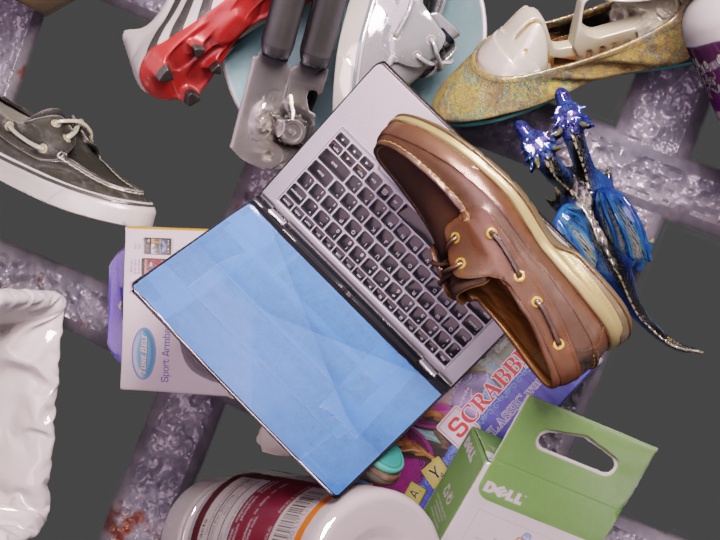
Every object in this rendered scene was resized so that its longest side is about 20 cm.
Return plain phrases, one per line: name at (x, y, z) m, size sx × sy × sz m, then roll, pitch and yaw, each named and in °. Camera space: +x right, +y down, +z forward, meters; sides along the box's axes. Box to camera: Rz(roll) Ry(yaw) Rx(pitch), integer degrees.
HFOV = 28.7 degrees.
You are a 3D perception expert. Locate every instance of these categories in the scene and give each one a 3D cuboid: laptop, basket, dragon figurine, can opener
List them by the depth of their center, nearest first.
laptop at (0.000, 0.000, 0.899) m, size 0.187 × 0.116 × 0.200 m, roll 45°, pitch 104°, yaw 6°
dragon figurine at (0.162, -0.023, 0.947) m, size 0.059 × 0.099 × 0.200 m, roll -25°, pitch 84°, yaw 14°
can opener at (-0.044, -0.165, 0.970) m, size 0.053 × 0.067 × 0.200 m, roll 13°, pitch 111°, yaw -12°
basket at (-0.338, 0.105, 1.031) m, size 0.161 × 0.198 × 0.200 m, roll 6°, pitch 92°, yaw 18°

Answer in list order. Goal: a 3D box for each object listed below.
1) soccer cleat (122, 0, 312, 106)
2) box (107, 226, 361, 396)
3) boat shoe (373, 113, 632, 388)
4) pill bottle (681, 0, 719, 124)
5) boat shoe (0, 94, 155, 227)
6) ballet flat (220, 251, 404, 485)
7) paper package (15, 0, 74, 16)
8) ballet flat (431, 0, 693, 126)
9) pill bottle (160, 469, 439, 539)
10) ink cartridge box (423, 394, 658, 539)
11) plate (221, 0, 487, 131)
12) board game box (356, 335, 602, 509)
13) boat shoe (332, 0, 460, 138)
soccer cleat at (-0.086, -0.201, 1.004) m, size 0.200 × 0.069 × 0.085 m, roll -41°, pitch 51°, yaw 3°
box at (-0.093, 0.030, 1.003) m, size 0.200 × 0.041 × 0.119 m, roll 2°, pitch 91°, yaw 13°
boat shoe at (0.077, -0.012, 0.868) m, size 0.068 × 0.072 × 0.200 m, roll -42°, pitch 85°, yaw -16°
pill bottle at (0.271, -0.134, 0.891) m, size 0.112 × 0.112 × 0.200 m, roll -24°, pitch 98°, yaw 13°
boat shoe at (-0.238, -0.091, 1.065) m, size 0.200 × 0.071 × 0.064 m, roll 25°, pitch 97°, yaw 15°
ballet flat at (-0.051, 0.076, 0.944) m, size 0.068 × 0.068 × 0.200 m, roll -45°, pitch 72°, yaw 22°
paper package at (-0.209, -0.318, 1.040) m, size 0.200 × 0.103 × 0.191 m, roll -26°, pitch 85°, yaw 13°
ballet flat at (0.140, -0.155, 0.954) m, size 0.200 × 0.071 × 0.071 m, roll -15°, pitch 87°, yaw 3°
pill bottle at (-0.047, 0.195, 0.951) m, size 0.200 × 0.114 × 0.114 m, roll -3°, pitch 89°, yaw 54°
ink cartridge box at (0.103, 0.174, 0.956) m, size 0.104 × 0.059 × 0.200 m, roll 24°, pitch 105°, yaw -13°
plate at (-0.005, -0.169, 1.028) m, size 0.200 × 0.026 × 0.200 m, roll 0°, pitch 89°, yaw 15°
board game box at (0.033, 0.072, 1.011) m, size 0.199 × 0.041 × 0.200 m, roll 42°, pitch 100°, yaw 11°
boat shoe at (0.033, -0.171, 0.970) m, size 0.071 × 0.070 × 0.201 m, roll 14°, pitch 92°, yaw 17°
